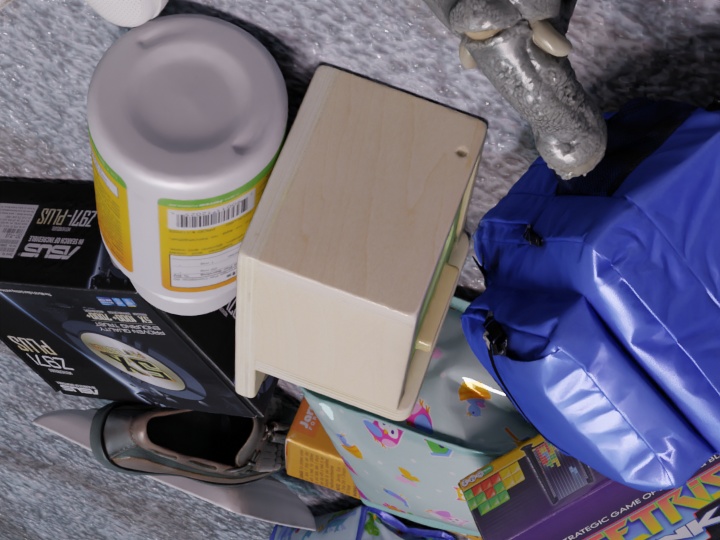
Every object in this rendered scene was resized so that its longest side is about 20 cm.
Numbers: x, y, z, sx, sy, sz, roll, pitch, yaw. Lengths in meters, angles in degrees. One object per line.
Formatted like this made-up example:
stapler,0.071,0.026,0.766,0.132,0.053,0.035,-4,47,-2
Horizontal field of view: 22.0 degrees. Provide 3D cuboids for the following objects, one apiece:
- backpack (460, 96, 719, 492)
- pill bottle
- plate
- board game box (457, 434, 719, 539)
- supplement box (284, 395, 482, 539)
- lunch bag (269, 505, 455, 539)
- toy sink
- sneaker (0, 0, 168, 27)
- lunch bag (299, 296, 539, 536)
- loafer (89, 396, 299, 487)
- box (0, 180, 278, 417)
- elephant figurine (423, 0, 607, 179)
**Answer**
backpack,0.134,0.007,0.913,0.163,0.167,0.200,54,174,-14
pill bottle,-0.101,-0.051,1.087,0.110,0.112,0.200,20,155,5
plate,-0.146,0.161,1.546,0.199,0.033,0.199,21,175,21
board game box,0.183,0.135,1.138,0.199,0.057,0.165,-31,141,10
supplement box,0.044,0.145,1.395,0.198,0.067,0.069,17,154,10
lunch bag,-0.013,0.320,1.608,0.127,0.202,0.170,24,155,-23
toy sink,0.000,0.000,1.085,0.111,0.131,0.200,20,153,5
sneaker,-0.168,-0.162,0.931,0.073,0.116,0.200,6,151,27
lunch bag,0.083,0.103,1.225,0.199,0.123,0.171,15,153,28
loafer,-0.107,0.127,1.402,0.199,0.073,0.063,2,170,-41
box,-0.169,0.019,1.305,0.199,0.087,0.164,4,149,33
elephant figurine,0.047,-0.152,0.779,0.199,0.156,0.142,14,-154,-50
